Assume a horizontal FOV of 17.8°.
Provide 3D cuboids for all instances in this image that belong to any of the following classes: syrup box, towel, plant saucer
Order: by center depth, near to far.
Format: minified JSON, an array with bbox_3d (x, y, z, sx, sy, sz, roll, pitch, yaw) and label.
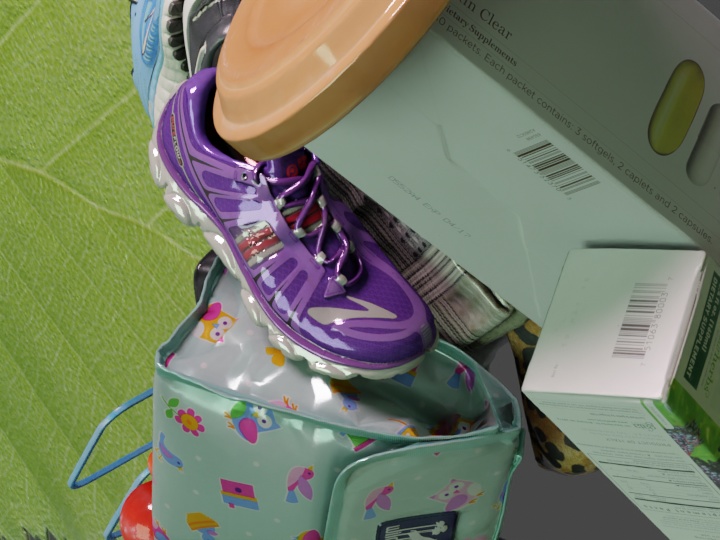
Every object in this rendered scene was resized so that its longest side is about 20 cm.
[{"bbox_3d":[-0.003,-0.139,1.041,0.032,0.201,0.200,37,154,-22],"label":"plant saucer"},{"bbox_3d":[0.166,0.073,1.109,0.081,0.079,0.200,2,150,39],"label":"syrup box"},{"bbox_3d":[0.000,-0.026,1.263,0.193,0.035,0.200,53,150,1],"label":"towel"}]

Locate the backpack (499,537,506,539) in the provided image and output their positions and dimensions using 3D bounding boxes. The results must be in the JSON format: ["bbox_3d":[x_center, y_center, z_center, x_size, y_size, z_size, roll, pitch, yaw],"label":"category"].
[{"bbox_3d":[0.050,0.243,1.397,0.190,0.154,0.200,21,134,7],"label":"backpack"}]

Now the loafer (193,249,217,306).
[{"bbox_3d":[-0.032,0.069,1.398,0.070,0.068,0.201,-8,117,52],"label":"loafer"}]

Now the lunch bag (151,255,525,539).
[{"bbox_3d":[-0.011,0.105,1.286,0.200,0.122,0.171,19,137,11],"label":"lunch bag"}]

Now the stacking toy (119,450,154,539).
[{"bbox_3d":[-0.095,0.098,1.480,0.085,0.085,0.200,32,97,37],"label":"stacking toy"}]

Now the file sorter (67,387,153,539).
[{"bbox_3d":[-0.093,0.175,1.592,0.200,0.123,0.139,53,145,14],"label":"file sorter"}]

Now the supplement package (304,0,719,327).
[{"bbox_3d":[0.080,-0.083,1.104,0.200,0.111,0.156,36,153,-20],"label":"supplement package"}]

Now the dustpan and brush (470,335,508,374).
[{"bbox_3d":[0.054,0.070,1.391,0.140,0.057,0.200,51,152,14],"label":"dustpan and brush"}]

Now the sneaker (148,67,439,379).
[{"bbox_3d":[-0.037,-0.025,1.215,0.200,0.081,0.083,45,146,11],"label":"sneaker"}]

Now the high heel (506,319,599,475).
[{"bbox_3d":[0.081,0.024,1.289,0.200,0.071,0.143,46,140,9],"label":"high heel"}]

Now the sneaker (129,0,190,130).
[{"bbox_3d":[-0.114,-0.163,1.418,0.090,0.078,0.200,50,144,27],"label":"sneaker"}]

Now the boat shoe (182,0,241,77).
[{"bbox_3d":[-0.069,-0.084,1.385,0.060,0.075,0.200,-106,1,-46],"label":"boat shoe"}]
